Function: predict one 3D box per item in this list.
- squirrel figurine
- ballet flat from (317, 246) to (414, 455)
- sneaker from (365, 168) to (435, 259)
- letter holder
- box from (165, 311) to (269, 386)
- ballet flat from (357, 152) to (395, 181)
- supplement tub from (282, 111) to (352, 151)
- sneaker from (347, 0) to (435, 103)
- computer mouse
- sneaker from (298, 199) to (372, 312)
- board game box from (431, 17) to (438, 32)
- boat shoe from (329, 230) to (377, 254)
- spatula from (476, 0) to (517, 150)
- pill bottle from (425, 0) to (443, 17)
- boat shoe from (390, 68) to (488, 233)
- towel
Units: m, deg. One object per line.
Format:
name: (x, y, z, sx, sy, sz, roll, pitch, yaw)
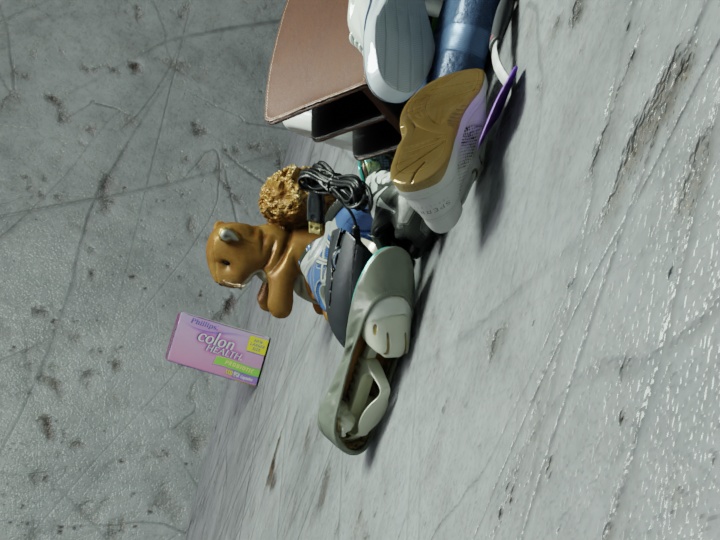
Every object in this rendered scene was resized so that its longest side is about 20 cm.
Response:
squirrel figurine: (-0.098, -0.042, 1.741, 0.142, 0.185, 0.202, -116, 44, -78)
ballet flat: (0.016, 0.078, 1.238, 0.064, 0.067, 0.201, 44, 122, 50)
sneaker: (0.034, -0.049, 1.293, 0.200, 0.066, 0.091, 161, 127, -77)
letter holder: (-0.013, -0.220, 1.440, 0.141, 0.101, 0.201, -16, 49, 30)
box: (-0.278, 0.151, 2.613, 0.200, 0.174, 0.098, 162, 124, -79)
ballet flat: (0.028, -0.137, 1.529, 0.200, 0.074, 0.075, -101, 28, -64)
supplement tub: (-0.006, -0.257, 1.698, 0.144, 0.143, 0.202, -160, 86, -82)
sneaker: (0.024, -0.226, 1.284, 0.071, 0.073, 0.201, -41, 33, 42)
computer mouse: (-0.026, -0.005, 1.303, 0.140, 0.046, 0.202, 36, 139, 57)
sneaker: (-0.008, -0.025, 1.581, 0.200, 0.075, 0.078, 120, 138, -51)
board game box: (0.092, -0.277, 1.490, 0.096, 0.030, 0.202, 169, 114, -79)
boat shoe: (0.000, 0.000, 1.411, 0.200, 0.072, 0.063, -163, 93, -77)
spatula: (0.118, -0.179, 1.142, 0.201, 0.020, 0.057, -81, 7, -46)
pill bottle: (0.090, -0.364, 1.376, 0.112, 0.111, 0.202, -174, 100, -82)
boat shoe: (0.072, -0.100, 1.133, 0.070, 0.070, 0.201, 64, -151, -28)
towel: (0.092, -0.196, 1.262, 0.112, 0.048, 0.202, -166, 93, -81)
